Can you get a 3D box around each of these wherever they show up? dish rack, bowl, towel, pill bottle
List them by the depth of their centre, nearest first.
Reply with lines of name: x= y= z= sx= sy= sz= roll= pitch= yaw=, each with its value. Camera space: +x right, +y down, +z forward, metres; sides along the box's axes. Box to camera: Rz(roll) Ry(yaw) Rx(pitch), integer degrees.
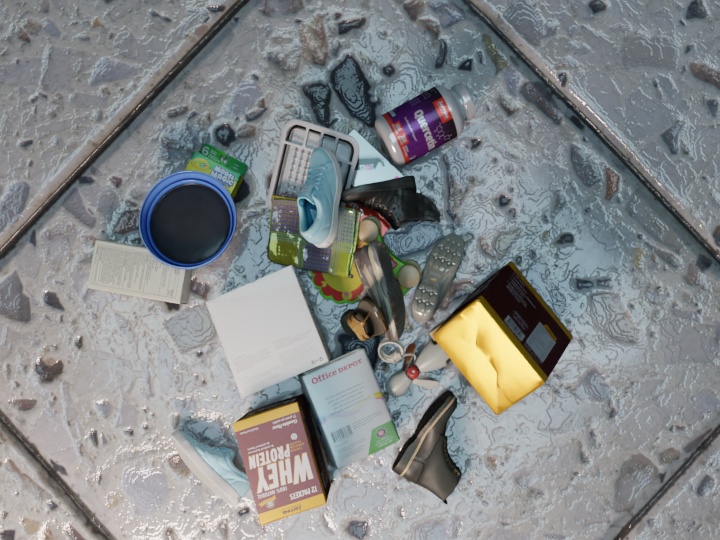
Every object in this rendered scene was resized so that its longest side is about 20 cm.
bowl: x=-0.347 y=-0.100 z=1.719 sx=0.196 sy=0.039 sz=0.205 roll=0 pitch=78 yaw=0
towel: x=-0.100 y=-0.071 z=1.728 sx=0.196 sy=0.023 sz=0.147 roll=13 pitch=99 yaw=20
pill bottle: x=0.135 y=-0.305 z=1.747 sx=0.197 sy=0.112 sz=0.114 roll=-29 pitch=87 yaw=0
dish rack: x=-0.095 y=-0.197 z=1.751 sx=0.168 sy=0.044 sz=0.204 roll=18 pitch=104 yaw=9

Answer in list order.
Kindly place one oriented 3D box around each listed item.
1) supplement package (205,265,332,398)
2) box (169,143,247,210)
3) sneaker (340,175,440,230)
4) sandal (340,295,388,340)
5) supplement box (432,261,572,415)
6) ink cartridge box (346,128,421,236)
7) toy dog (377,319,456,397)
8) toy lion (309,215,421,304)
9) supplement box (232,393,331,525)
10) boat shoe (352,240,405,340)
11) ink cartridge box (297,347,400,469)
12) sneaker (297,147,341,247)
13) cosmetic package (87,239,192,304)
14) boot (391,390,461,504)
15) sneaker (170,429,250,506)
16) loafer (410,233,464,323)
supplement package: x=-0.181 y=0.122 z=1.711 sx=0.188 sy=0.147 sz=0.204 roll=-22 pitch=87 yaw=-1
box: x=-0.327 y=-0.158 z=1.779 sx=0.116 sy=0.048 sz=0.203 roll=26 pitch=86 yaw=2
sneaker: x=0.060 y=-0.129 z=1.716 sx=0.196 sy=0.060 sz=0.107 roll=-13 pitch=92 yaw=-18
sandal: x=-0.003 y=0.105 z=1.684 sx=0.054 sy=0.199 sz=0.082 roll=-38 pitch=97 yaw=-25
supplement box: x=0.280 y=0.127 z=1.656 sx=0.198 sy=0.200 sz=0.133 roll=50 pitch=126 yaw=2
ink cartridge box: x=-0.001 y=-0.164 z=1.777 sx=0.200 sy=0.044 sz=0.174 roll=42 pitch=87 yaw=2
toy dog: x=0.141 y=0.179 z=1.747 sx=0.196 sy=0.096 sz=0.135 roll=-16 pitch=90 yaw=15
toy lion: x=0.000 y=0.000 z=1.752 sx=0.191 sy=0.069 sz=0.200 roll=-43 pitch=94 yaw=14
supplement box: x=-0.150 y=0.364 z=1.672 sx=0.130 sy=0.200 sz=0.201 roll=-17 pitch=87 yaw=-1
boat shoe: x=0.036 y=0.043 z=1.699 sx=0.072 sy=0.074 sz=0.204 roll=-11 pitch=98 yaw=28
ink cartridge box: x=-0.026 y=0.276 z=1.720 sx=0.143 sy=0.087 sz=0.204 roll=-22 pitch=89 yaw=-13
sneaker: x=-0.085 y=-0.152 z=1.653 sx=0.073 sy=0.081 sz=0.205 roll=-12 pitch=71 yaw=29
cosmetic package: x=-0.453 y=0.004 z=1.758 sx=0.195 sy=0.073 sz=0.106 roll=11 pitch=86 yaw=1
boot: x=0.173 y=0.362 z=1.738 sx=0.137 sy=0.078 sz=0.202 roll=34 pitch=101 yaw=-2
sneaker: x=-0.303 y=0.391 z=1.749 sx=0.200 sy=0.074 sz=0.082 roll=43 pitch=58 yaw=7
loafer: x=0.159 y=0.016 z=1.755 sx=0.069 sy=0.070 sz=0.202 roll=26 pitch=71 yaw=14
